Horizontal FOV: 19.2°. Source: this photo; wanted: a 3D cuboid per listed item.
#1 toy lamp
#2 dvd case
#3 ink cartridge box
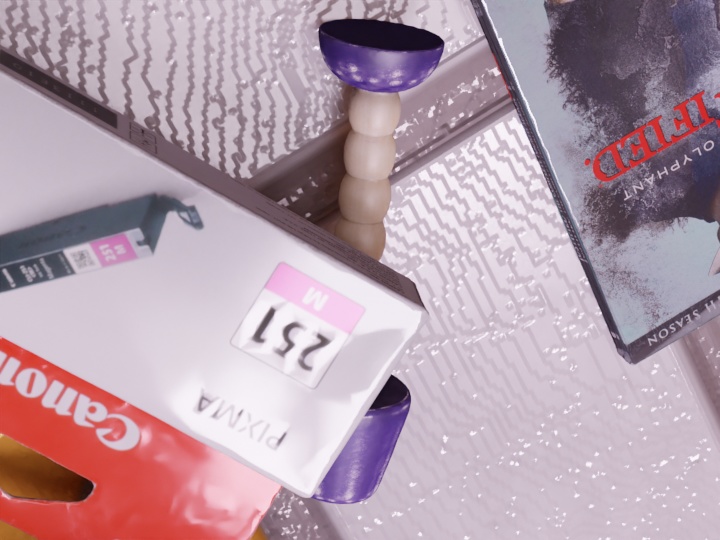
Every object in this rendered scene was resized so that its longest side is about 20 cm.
[{"bbox_3d":[0.000,0.000,0.880,0.058,0.058,0.200,-1,112,-21],"label":"toy lamp"},{"bbox_3d":[0.142,-0.074,0.924,0.146,0.022,0.200,-29,119,-8],"label":"dvd case"},{"bbox_3d":[-0.103,0.034,0.831,0.200,0.044,0.174,29,102,-14],"label":"ink cartridge box"}]
